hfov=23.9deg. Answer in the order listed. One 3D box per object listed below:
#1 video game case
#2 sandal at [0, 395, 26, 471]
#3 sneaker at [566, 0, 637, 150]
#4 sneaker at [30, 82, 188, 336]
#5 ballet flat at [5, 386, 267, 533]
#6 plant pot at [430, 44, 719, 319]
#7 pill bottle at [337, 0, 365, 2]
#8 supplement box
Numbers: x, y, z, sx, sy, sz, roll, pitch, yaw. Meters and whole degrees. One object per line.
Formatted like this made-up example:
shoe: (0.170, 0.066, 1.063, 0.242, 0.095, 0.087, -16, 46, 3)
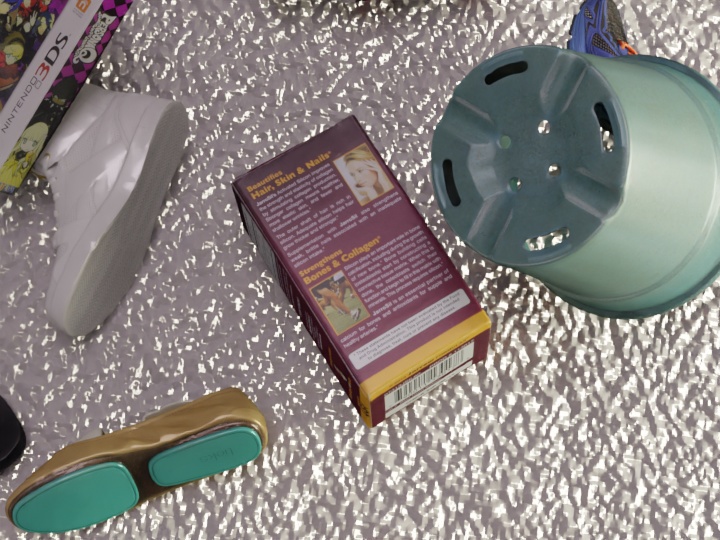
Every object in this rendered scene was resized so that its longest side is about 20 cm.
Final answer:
video game case: (-0.290, -0.188, 1.328, 0.200, 0.036, 0.182, 41, 103, 29)
sandal: (-0.341, 0.089, 1.276, 0.199, 0.043, 0.076, 33, 73, 13)
sneaker: (0.225, -0.128, 1.323, 0.078, 0.075, 0.202, -28, 75, 28)
sneaker: (-0.222, -0.052, 1.324, 0.115, 0.074, 0.202, 16, 72, 22)
ballet flat: (-0.166, 0.138, 1.253, 0.198, 0.069, 0.063, -16, 41, -8)
plant pot: (0.157, -0.071, 1.205, 0.198, 0.196, 0.203, -3, 84, 29)
pill bottle: (0.015, -0.281, 1.375, 0.198, 0.120, 0.121, -9, 68, -2)
supplement box: (0.000, 0.000, 1.281, 0.110, 0.086, 0.201, -30, 71, -10)
